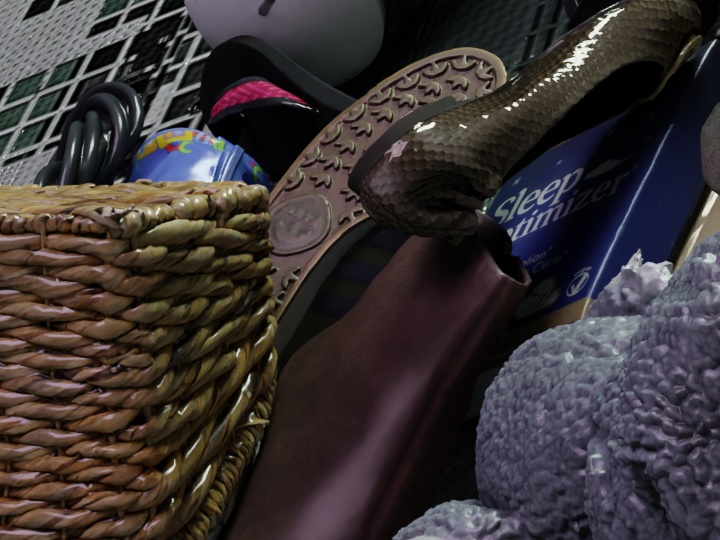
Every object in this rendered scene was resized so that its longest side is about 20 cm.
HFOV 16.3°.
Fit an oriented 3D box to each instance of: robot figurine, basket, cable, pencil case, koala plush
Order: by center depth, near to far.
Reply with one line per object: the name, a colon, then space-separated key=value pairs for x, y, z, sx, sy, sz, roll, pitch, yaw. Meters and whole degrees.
koala plush: x=0.108 y=0.059 z=0.791 sx=0.177 sy=0.184 sz=0.200 roll=-49 pitch=26 yaw=-24
basket: x=-0.133 y=0.042 z=0.987 sx=0.200 sy=0.149 sz=0.143 roll=-1 pitch=7 yaw=26
pencil case: x=-0.085 y=0.014 z=1.160 sx=0.087 sy=0.078 sz=0.200 roll=-45 pitch=21 yaw=31
cable: x=-0.153 y=-0.006 z=1.228 sx=0.163 sy=0.051 sz=0.200 roll=-59 pitch=6 yaw=21
robot figurine: x=-0.012 y=-0.186 z=1.334 sx=0.125 sy=0.150 sz=0.200 roll=14 pitch=53 yaw=35

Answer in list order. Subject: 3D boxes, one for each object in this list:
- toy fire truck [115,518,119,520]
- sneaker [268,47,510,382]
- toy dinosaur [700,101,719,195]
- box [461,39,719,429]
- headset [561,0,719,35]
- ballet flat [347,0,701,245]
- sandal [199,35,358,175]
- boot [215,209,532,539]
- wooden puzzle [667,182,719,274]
toy fire truck: x=-0.171 y=0.138 z=1.041 sx=0.168 sy=0.112 sz=0.200 roll=-37 pitch=28 yaw=-21
sneaker: x=0.000 y=0.000 z=1.077 sx=0.200 sy=0.090 sz=0.067 roll=-47 pitch=50 yaw=-14
toy dinosaur: x=0.165 y=-0.053 z=0.927 sx=0.102 sy=0.077 sz=0.200 roll=-34 pitch=28 yaw=-5
box: x=0.094 y=-0.024 z=1.047 sx=0.121 sy=0.032 sz=0.200 roll=-27 pitch=25 yaw=47
headset: x=0.135 y=-0.152 z=1.115 sx=0.124 sy=0.094 sz=0.200 roll=-46 pitch=-6 yaw=7
ballet flat: x=0.075 y=-0.058 z=0.978 sx=0.200 sy=0.046 sz=0.067 roll=-28 pitch=-22 yaw=-43
sandal: x=-0.038 y=-0.065 z=1.231 sx=0.045 sy=0.075 sz=0.200 roll=-28 pitch=28 yaw=-21
boot: x=0.006 y=0.067 z=0.936 sx=0.167 sy=0.072 sz=0.200 roll=-56 pitch=20 yaw=16
wooden puzzle: x=0.188 y=-0.010 z=0.956 sx=0.200 sy=0.037 sz=0.185 roll=-13 pitch=35 yaw=43
